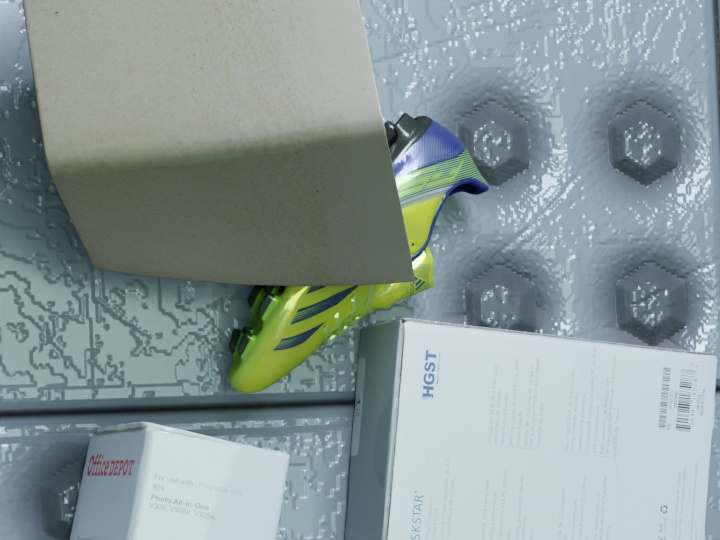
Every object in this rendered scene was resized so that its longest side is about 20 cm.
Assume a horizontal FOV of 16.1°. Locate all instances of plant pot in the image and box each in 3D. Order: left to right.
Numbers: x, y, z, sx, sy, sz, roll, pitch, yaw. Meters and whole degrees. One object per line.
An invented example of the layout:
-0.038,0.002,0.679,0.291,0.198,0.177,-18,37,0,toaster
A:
-0.081,-0.102,1.382,0.177,0.200,0.200,-12,65,2,plant pot

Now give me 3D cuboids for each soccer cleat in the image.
0.000,0.000,1.480,0.084,0.065,0.200,41,74,-11,soccer cleat

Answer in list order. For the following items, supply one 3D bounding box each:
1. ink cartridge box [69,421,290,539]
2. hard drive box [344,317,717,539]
-0.111,0.188,1.385,0.087,0.145,0.200,11,82,-17,ink cartridge box
0.099,0.116,1.495,0.200,0.077,0.156,8,83,-17,hard drive box
